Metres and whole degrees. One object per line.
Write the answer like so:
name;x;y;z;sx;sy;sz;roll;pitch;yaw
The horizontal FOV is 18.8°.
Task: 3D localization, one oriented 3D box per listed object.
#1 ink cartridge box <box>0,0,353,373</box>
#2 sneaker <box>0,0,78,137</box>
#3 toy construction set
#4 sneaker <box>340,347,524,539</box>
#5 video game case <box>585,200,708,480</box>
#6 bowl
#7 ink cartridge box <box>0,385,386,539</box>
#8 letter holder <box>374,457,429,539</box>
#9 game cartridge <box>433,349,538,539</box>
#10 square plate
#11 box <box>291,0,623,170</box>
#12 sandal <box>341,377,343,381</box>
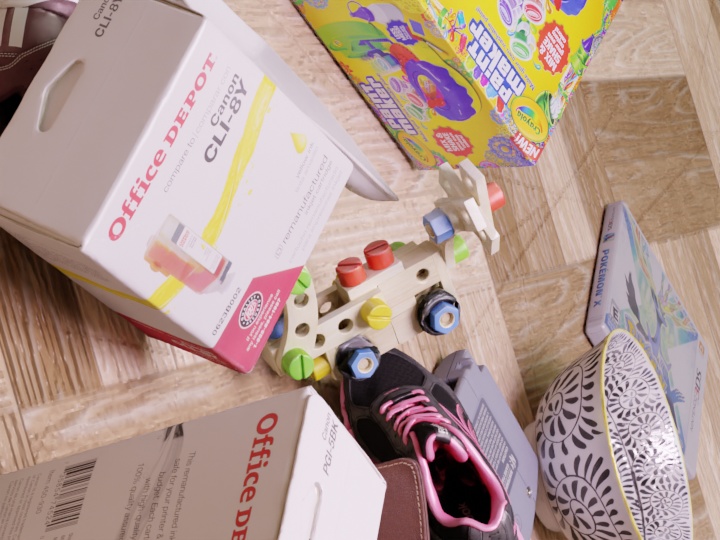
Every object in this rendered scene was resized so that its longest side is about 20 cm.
ink cartridge box;-0.104;-0.048;1.209;0.145;0.083;0.200;-63;149;-9
sneaker;-0.154;-0.077;1.259;0.200;0.076;0.116;35;55;-43
toy construction set;0.000;0.000;1.372;0.092;0.199;0.131;-112;-179;-60
sneaker;0.046;0.112;1.365;0.200;0.079;0.096;57;-13;35
video game case;0.269;0.065;2.012;0.200;0.022;0.183;56;31;-29
bowl;0.185;0.154;1.711;0.201;0.094;0.201;51;31;-46
ink cartridge box;-0.097;0.156;1.064;0.083;0.200;0.147;53;33;-34
letter holder;0.000;0.227;1.271;0.101;0.142;0.200;44;38;-43
game cartridge;0.078;0.166;1.575;0.133;0.041;0.200;64;27;-25
square plate;-0.079;-0.134;1.381;0.200;0.028;0.198;37;11;-48
box;0.076;-0.212;1.638;0.200;0.122;0.193;51;56;-35
sandal;0.015;0.164;1.436;0.078;0.069;0.212;71;-6;-60
